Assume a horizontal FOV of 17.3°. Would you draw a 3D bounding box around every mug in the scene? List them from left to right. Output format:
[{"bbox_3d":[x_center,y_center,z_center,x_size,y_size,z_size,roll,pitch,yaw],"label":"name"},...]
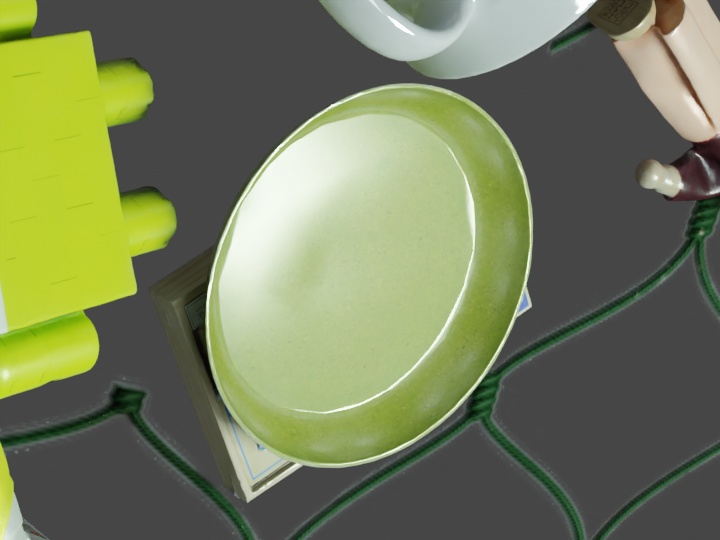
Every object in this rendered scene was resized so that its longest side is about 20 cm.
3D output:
[{"bbox_3d":[0.021,-0.180,1.058,0.175,0.147,0.200,47,43,-30],"label":"mug"}]

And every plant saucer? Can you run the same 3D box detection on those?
[{"bbox_3d":[0.000,0.000,1.181,0.199,0.031,0.201,-16,118,-32],"label":"plant saucer"}]

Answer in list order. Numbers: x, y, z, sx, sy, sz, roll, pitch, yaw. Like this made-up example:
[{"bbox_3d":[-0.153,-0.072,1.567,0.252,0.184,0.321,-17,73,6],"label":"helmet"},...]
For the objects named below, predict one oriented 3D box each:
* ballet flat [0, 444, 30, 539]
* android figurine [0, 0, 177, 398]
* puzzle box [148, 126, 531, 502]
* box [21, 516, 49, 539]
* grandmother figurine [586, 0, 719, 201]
[{"bbox_3d":[-0.171,0.151,1.012,0.067,0.067,0.201,14,92,-16],"label":"ballet flat"},{"bbox_3d":[-0.160,-0.036,1.023,0.200,0.041,0.183,-20,102,-51],"label":"android figurine"},{"bbox_3d":[-0.006,0.015,1.220,0.200,0.025,0.133,-34,127,-22],"label":"puzzle box"},{"bbox_3d":[-0.208,0.202,1.087,0.035,0.110,0.200,30,90,-42],"label":"box"},{"bbox_3d":[0.198,-0.088,1.314,0.121,0.061,0.200,-45,127,-2],"label":"grandmother figurine"}]
